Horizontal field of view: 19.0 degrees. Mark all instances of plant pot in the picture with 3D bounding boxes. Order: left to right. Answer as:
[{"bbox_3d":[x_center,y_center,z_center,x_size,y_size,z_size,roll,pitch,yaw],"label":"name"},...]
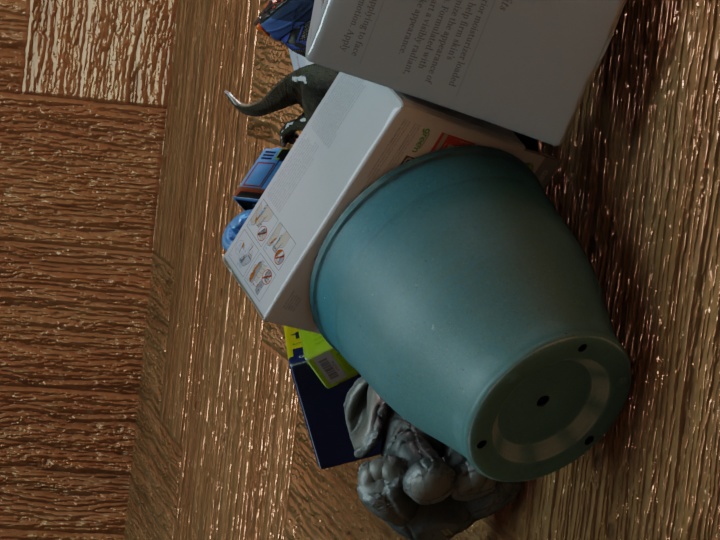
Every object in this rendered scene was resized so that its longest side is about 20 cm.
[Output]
[{"bbox_3d":[0.094,0.044,1.551,0.188,0.200,0.200,52,139,42],"label":"plant pot"}]

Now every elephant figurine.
[{"bbox_3d":[0.051,0.110,1.762,0.155,0.141,0.200,-34,55,30],"label":"elephant figurine"}]

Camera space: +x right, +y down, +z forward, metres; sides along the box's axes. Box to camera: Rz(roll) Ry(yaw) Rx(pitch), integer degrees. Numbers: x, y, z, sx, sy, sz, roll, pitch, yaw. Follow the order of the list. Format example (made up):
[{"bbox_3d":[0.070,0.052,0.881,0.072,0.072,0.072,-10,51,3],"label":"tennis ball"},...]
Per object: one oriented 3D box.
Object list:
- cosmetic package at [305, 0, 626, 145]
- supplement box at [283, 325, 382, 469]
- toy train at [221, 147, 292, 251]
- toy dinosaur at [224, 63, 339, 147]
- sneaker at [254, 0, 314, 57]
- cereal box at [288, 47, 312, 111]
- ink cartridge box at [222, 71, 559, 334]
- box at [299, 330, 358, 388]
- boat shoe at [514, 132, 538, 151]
[{"bbox_3d":[0.083,-0.221,1.549,0.165,0.200,0.165,-84,15,-60],"label":"cosmetic package"},{"bbox_3d":[-0.006,0.080,1.964,0.200,0.109,0.110,-104,-1,-69],"label":"supplement box"},{"bbox_3d":[-0.033,-0.041,1.817,0.200,0.087,0.114,8,61,49],"label":"toy train"},{"bbox_3d":[-0.013,-0.142,1.852,0.077,0.200,0.102,-58,-11,-50],"label":"toy dinosaur"},{"bbox_3d":[0.003,-0.235,1.770,0.200,0.078,0.075,-29,28,43],"label":"sneaker"},{"bbox_3d":[-0.019,-0.237,1.904,0.144,0.039,0.200,-104,23,-47],"label":"cereal box"},{"bbox_3d":[0.025,-0.045,1.628,0.200,0.175,0.084,-56,44,19],"label":"ink cartridge box"},{"bbox_3d":[0.000,0.000,1.874,0.048,0.122,0.200,56,-167,-39],"label":"box"},{"bbox_3d":[0.123,-0.149,1.738,0.069,0.084,0.200,10,116,50],"label":"boat shoe"}]
